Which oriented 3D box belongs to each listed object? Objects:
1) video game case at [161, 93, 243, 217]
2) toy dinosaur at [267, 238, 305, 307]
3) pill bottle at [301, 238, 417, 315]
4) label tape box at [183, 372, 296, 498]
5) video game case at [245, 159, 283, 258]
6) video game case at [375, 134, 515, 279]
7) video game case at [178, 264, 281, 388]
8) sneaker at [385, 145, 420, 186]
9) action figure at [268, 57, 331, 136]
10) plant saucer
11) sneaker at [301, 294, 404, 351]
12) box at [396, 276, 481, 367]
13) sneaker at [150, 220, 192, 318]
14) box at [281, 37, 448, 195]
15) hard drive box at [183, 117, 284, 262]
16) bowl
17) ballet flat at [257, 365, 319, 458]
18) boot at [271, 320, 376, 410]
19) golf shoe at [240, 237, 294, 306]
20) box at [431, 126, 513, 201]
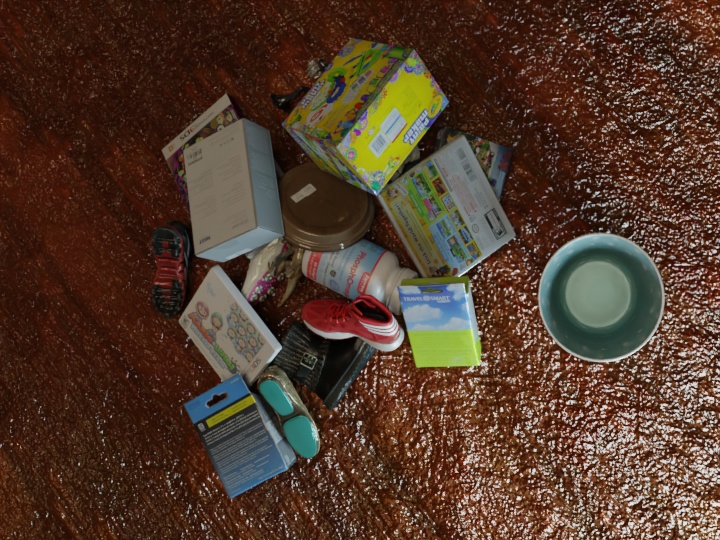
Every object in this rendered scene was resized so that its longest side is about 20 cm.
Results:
[{"bbox_3d":[-0.277,-0.205,1.461,0.179,0.036,0.203,-35,67,16],"label":"video game case"},{"bbox_3d":[-0.119,-0.005,1.407,0.058,0.100,0.204,30,107,26],"label":"toy dinosaur"},{"bbox_3d":[0.000,0.000,1.376,0.196,0.109,0.111,26,98,14],"label":"pill bottle"},{"bbox_3d":[-0.231,0.311,1.469,0.142,0.063,0.204,-28,88,15],"label":"label tape box"},{"bbox_3d":[-0.203,-0.144,1.444,0.142,0.018,0.202,-39,63,12],"label":"video game case"},{"bbox_3d":[0.147,-0.094,1.297,0.180,0.023,0.203,-34,106,-5],"label":"video game case"},{"bbox_3d":[-0.254,0.121,1.457,0.201,0.024,0.183,50,130,10],"label":"video game case"},{"bbox_3d":[0.061,-0.153,1.378,0.079,0.129,0.202,-36,121,-21],"label":"sneaker"},{"bbox_3d":[-0.063,-0.318,1.388,0.196,0.102,0.122,-21,93,17],"label":"action figure"},{"bbox_3d":[-0.070,-0.122,1.369,0.194,0.030,0.204,3,55,-5],"label":"plant saucer"},{"bbox_3d":[-0.022,0.067,1.319,0.195,0.117,0.080,10,59,20],"label":"sneaker"},{"bbox_3d":[0.137,0.084,1.312,0.118,0.048,0.203,-3,131,15],"label":"box"},{"bbox_3d":[-0.369,-0.007,1.504,0.069,0.099,0.205,8,117,3],"label":"sneaker"},{"bbox_3d":[0.005,-0.263,1.272,0.201,0.122,0.192,-51,39,-6],"label":"box"},{"bbox_3d":[-0.227,-0.139,1.349,0.153,0.076,0.206,-19,72,30],"label":"hard drive box"},{"bbox_3d":[0.396,0.041,1.266,0.195,0.105,0.207,1,93,16],"label":"bowl"},{"bbox_3d":[-0.128,0.260,1.436,0.069,0.066,0.204,-17,115,14],"label":"ballet flat"},{"bbox_3d":[-0.061,0.135,1.413,0.157,0.079,0.213,38,101,12],"label":"boot"},{"bbox_3d":[-0.179,-0.029,1.453,0.091,0.075,0.202,35,94,22],"label":"golf shoe"},{"bbox_3d":[0.174,-0.132,1.328,0.133,0.038,0.205,14,96,-15],"label":"box"}]
